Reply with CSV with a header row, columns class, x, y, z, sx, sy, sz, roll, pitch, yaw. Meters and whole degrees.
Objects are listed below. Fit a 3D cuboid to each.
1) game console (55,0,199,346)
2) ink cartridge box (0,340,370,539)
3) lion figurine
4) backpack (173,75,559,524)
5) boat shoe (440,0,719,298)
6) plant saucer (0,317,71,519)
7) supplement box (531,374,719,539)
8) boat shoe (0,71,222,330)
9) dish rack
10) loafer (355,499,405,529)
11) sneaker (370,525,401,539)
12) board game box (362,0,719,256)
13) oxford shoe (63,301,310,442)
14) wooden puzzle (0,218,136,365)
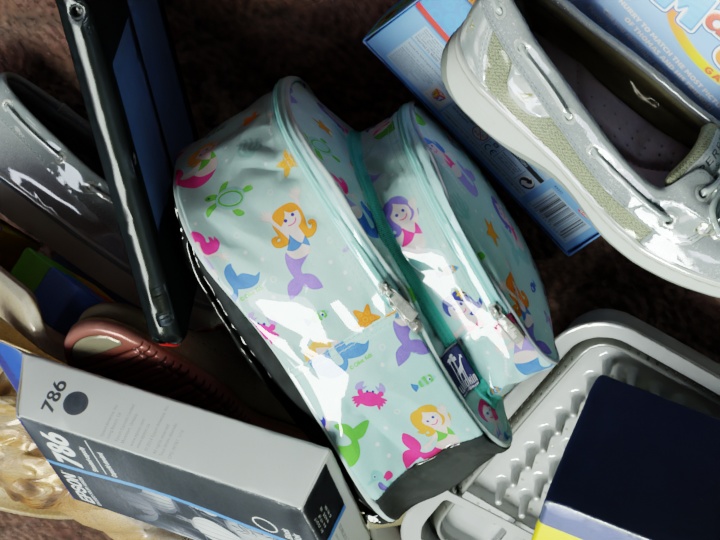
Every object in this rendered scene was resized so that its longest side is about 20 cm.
class,x,y,z,sx,sy,sz,roll,pitch,yaw
game console,-0.110,-0.085,1.430,0.031,0.177,0.201,-13,114,4
ink cartridge box,-0.098,0.095,1.428,0.199,0.039,0.100,17,156,23
lion figurine,-0.139,0.127,1.654,0.122,0.073,0.200,1,147,37
backpack,0.000,0.000,1.429,0.150,0.178,0.200,-38,106,12
boat shoe,0.130,-0.060,1.327,0.202,0.074,0.065,39,142,6
plant saucer,-0.217,0.077,1.715,0.199,0.036,0.200,13,146,9
supplement box,0.130,0.173,1.447,0.109,0.109,0.200,21,128,7
boat shoe,-0.125,-0.036,1.562,0.200,0.070,0.072,32,112,-4
dish rack,0.135,0.110,1.503,0.171,0.044,0.200,30,127,-11
loafer,0.026,0.111,1.590,0.199,0.067,0.076,7,129,26
sneaker,0.014,0.208,1.637,0.199,0.130,0.079,45,137,-9
board game box,0.116,-0.108,1.371,0.151,0.037,0.200,46,137,-10
oxford shoe,-0.075,0.053,1.490,0.070,0.075,0.200,-15,146,35
wooden puzzle,-0.153,0.021,1.563,0.185,0.046,0.200,34,177,45
